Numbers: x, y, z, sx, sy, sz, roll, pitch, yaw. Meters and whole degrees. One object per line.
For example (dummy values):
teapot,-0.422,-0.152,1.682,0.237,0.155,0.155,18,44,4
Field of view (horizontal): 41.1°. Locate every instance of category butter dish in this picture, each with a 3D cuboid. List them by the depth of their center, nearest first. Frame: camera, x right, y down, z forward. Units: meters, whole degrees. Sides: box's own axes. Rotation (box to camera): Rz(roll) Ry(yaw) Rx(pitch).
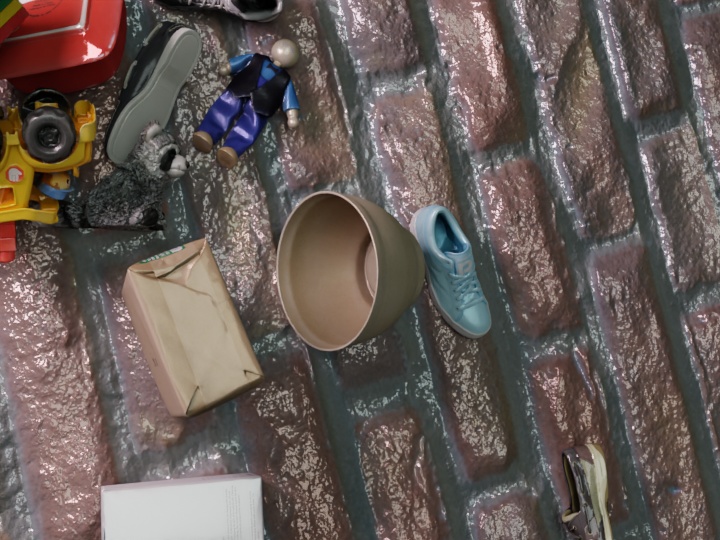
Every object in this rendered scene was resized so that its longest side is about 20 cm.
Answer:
butter dish,-0.368,-0.293,1.208,0.196,0.148,0.203,-8,61,10

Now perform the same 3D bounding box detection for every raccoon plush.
raccoon plush,-0.317,-0.122,1.214,0.196,0.097,0.137,2,88,-17

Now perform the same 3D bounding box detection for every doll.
doll,-0.143,-0.234,1.312,0.135,0.049,0.202,31,69,-1

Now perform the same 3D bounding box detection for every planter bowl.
planter bowl,0.000,0.000,1.265,0.133,0.198,0.204,-1,82,-44

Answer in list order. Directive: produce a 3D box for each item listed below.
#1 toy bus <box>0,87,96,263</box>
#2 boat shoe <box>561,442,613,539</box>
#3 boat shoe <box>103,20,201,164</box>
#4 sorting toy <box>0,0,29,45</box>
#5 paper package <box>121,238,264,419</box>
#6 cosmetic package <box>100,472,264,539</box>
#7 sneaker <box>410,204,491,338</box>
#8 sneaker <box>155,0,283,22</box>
toy bus,-0.408,-0.108,1.128,0.196,0.136,0.196,-6,112,-18
boat shoe,0.318,0.351,1.366,0.065,0.072,0.205,-2,83,-6
boat shoe,-0.284,-0.237,1.264,0.060,0.074,0.202,29,91,31
sorting toy,-0.466,-0.237,1.047,0.070,0.197,0.200,53,45,-31
paper package,-0.212,0.077,1.173,0.102,0.200,0.193,-23,89,-18
cosmetic package,-0.223,0.315,1.198,0.196,0.085,0.110,0,82,-16
sneaker,0.132,0.002,1.345,0.073,0.082,0.202,-29,92,-17
sneaker,-0.192,-0.375,1.273,0.196,0.116,0.076,5,107,-16
